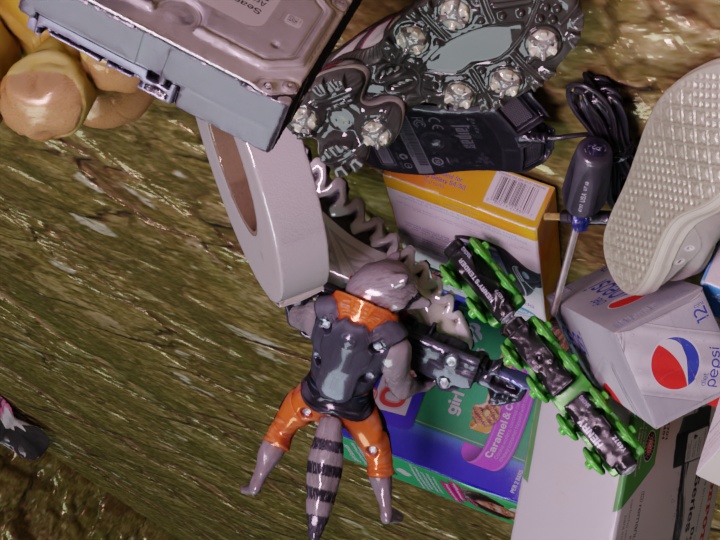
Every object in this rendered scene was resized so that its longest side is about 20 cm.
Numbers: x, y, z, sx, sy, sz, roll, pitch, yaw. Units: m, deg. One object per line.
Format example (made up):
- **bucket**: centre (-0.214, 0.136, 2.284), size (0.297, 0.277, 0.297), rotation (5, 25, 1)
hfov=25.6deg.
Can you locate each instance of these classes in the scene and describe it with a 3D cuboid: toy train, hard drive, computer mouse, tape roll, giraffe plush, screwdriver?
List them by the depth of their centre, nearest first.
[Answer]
- **hard drive**: centre (-0.068, -0.156, 0.803), size (0.139, 0.201, 0.038), rotation (27, 133, 0)
- **giraffe plush**: centre (-0.184, -0.154, 0.999), size (0.170, 0.202, 0.162), rotation (-3, 160, 9)
- **computer mouse**: centre (0.093, -0.081, 1.011), size (0.198, 0.046, 0.141), rotation (-1, 145, 32)
- **screwdriver**: centre (0.139, -0.020, 1.011), size (0.029, 0.028, 0.201), rotation (-12, 150, -3)
- **tape roll**: centre (-0.072, -0.078, 1.051), size (0.203, 0.037, 0.205), rotation (160, 90, -79)
- **toy train**: centre (0.124, 0.058, 1.082), size (0.201, 0.042, 0.056), rotation (53, -171, 17)

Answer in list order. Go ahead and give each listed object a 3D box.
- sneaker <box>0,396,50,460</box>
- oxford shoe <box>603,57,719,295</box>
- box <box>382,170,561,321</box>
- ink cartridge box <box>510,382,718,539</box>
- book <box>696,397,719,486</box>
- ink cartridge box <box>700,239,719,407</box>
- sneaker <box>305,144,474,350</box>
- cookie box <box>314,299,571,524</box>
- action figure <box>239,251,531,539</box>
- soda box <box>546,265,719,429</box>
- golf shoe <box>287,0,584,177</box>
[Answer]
- **sneaker**: centre (-0.661, 0.275, 2.877), size (0.086, 0.081, 0.200), rotation (20, 157, 50)
- **oxford shoe**: centre (0.196, -0.055, 0.911), size (0.057, 0.076, 0.201), rotation (-12, 151, -19)
- **box**: centre (0.088, -0.022, 1.175), size (0.118, 0.042, 0.200), rotation (21, 163, 17)
- **ink cartridge box**: centre (0.201, 0.152, 1.193), size (0.082, 0.148, 0.199), rotation (14, -171, 32)
- **book**: centre (0.229, 0.004, 0.802), size (0.048, 0.201, 0.134), rotation (23, 161, 10)
- **ink cartridge box**: centre (0.283, 0.042, 1.034), size (0.115, 0.068, 0.200), rotation (21, 160, 18)
- **sneaker**: centre (0.000, 0.000, 1.161), size (0.200, 0.081, 0.075), rotation (44, 177, 9)
- **cookie box**: centre (0.090, 0.097, 1.274), size (0.198, 0.172, 0.075), rotation (17, 157, 24)
- **action figure**: centre (0.015, 0.086, 1.093), size (0.198, 0.196, 0.105), rotation (15, -163, 11)
- **soda box**: centre (0.182, 0.044, 1.043), size (0.069, 0.063, 0.200), rotation (65, 177, -8)
- **golf shoe**: centre (0.041, -0.131, 0.912), size (0.199, 0.088, 0.077), rotation (-21, 121, 35)
